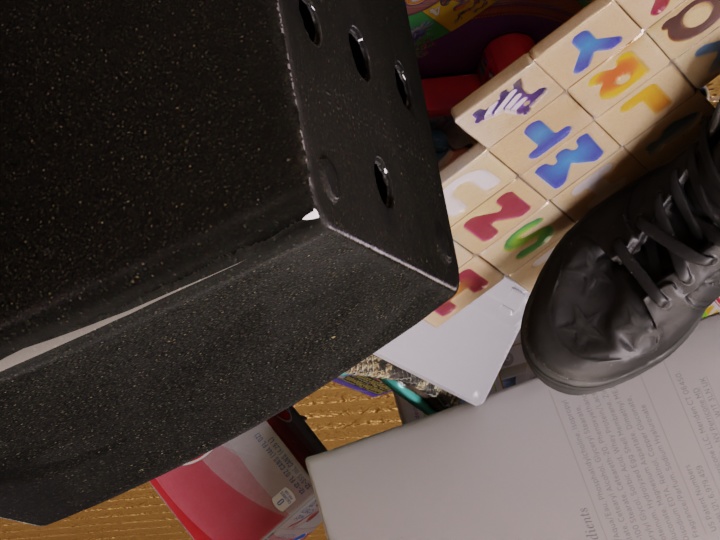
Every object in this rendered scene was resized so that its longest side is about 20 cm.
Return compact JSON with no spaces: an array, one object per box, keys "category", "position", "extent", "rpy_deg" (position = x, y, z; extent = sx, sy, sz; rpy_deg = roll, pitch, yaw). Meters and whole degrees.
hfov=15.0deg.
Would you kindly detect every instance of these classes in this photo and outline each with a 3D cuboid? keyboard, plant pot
[{"category":"keyboard","position":[0.000,0.000,1.116],"extent":[0.200,0.056,0.011],"rpy_deg":[28,-177,-43]},{"category":"plant pot","position":[-0.080,-0.045,0.866],"extent":[0.177,0.200,0.200],"rpy_deg":[-16,165,18]}]

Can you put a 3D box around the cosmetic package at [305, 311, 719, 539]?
[{"category":"cosmetic package","position":[0.100,0.148,1.231],"extent":[0.199,0.123,0.200],"rpy_deg":[-20,142,-1]}]

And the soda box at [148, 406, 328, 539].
[{"category":"soda box","position":[-0.092,0.045,1.271],"extent":[0.063,0.200,0.070],"rpy_deg":[-42,166,9]}]

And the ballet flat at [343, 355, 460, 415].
[{"category":"ballet flat","position":[0.006,0.018,1.187],"extent":[0.068,0.075,0.200],"rpy_deg":[39,-171,29]}]

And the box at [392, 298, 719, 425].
[{"category":"box","position":[0.121,0.064,1.345],"extent":[0.199,0.102,0.113],"rpy_deg":[-16,162,1]}]

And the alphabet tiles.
[{"category":"alphabet tiles","position":[0.087,-0.050,0.971],"extent":[0.200,0.008,0.167],"rpy_deg":[-37,155,10]}]

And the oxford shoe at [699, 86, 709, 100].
[{"category":"oxford shoe","position":[0.043,-0.069,1.073],"extent":[0.199,0.071,0.074],"rpy_deg":[2,149,-28]}]

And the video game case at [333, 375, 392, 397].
[{"category":"video game case","position":[0.046,-0.001,1.328],"extent":[0.181,0.046,0.200],"rpy_deg":[-21,163,16]}]

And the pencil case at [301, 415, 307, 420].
[{"category":"pencil case","position":[-0.126,0.042,1.555],"extent":[0.199,0.085,0.092],"rpy_deg":[7,139,-30]}]

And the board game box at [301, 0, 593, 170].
[{"category":"board game box","position":[0.023,-0.045,0.996],"extent":[0.200,0.039,0.158],"rpy_deg":[-32,145,20]}]

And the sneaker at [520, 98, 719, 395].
[{"category":"sneaker","position":[0.136,-0.037,0.966],"extent":[0.200,0.060,0.104],"rpy_deg":[-37,166,-5]}]
